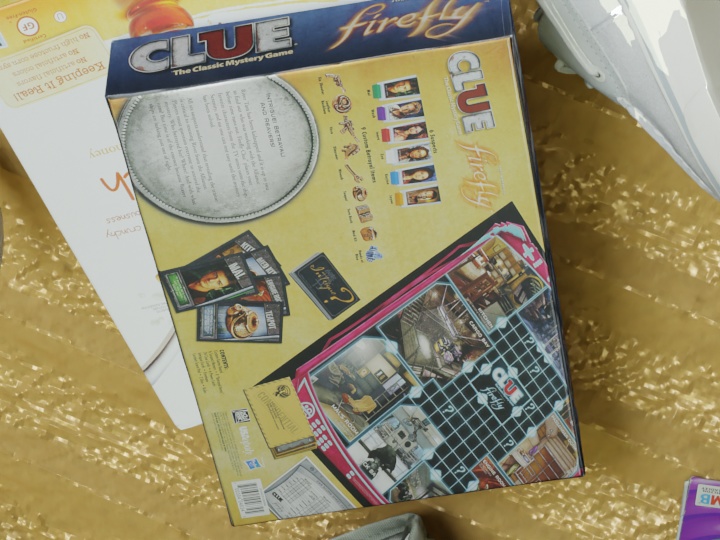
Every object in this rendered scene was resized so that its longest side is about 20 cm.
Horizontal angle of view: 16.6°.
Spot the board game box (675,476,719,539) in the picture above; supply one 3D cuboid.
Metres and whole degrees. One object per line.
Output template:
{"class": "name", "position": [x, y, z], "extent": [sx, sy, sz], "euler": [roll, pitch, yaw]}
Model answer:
{"class": "board game box", "position": [0.152, 0.175, 0.881], "extent": [0.102, 0.200, 0.105], "euler": [7, 118, 10]}

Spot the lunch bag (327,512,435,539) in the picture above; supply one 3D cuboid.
{"class": "lunch bag", "position": [-0.015, 0.205, 0.986], "extent": [0.199, 0.118, 0.164], "euler": [-28, 107, 18]}

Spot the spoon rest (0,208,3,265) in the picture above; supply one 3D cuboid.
{"class": "spoon rest", "position": [-0.229, -0.035, 0.946], "extent": [0.199, 0.061, 0.100], "euler": [4, 150, 13]}

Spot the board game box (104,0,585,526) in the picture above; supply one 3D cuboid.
{"class": "board game box", "position": [0.000, 0.000, 0.861], "extent": [0.135, 0.035, 0.201], "euler": [-8, 130, 5]}

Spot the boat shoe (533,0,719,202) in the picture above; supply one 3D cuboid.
{"class": "boat shoe", "position": [0.087, -0.096, 0.841], "extent": [0.068, 0.072, 0.200], "euler": [-17, 120, 43]}

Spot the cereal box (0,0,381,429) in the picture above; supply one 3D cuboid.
{"class": "cereal box", "position": [-0.040, -0.039, 0.876], "extent": [0.143, 0.040, 0.201], "euler": [-17, 127, 14]}
